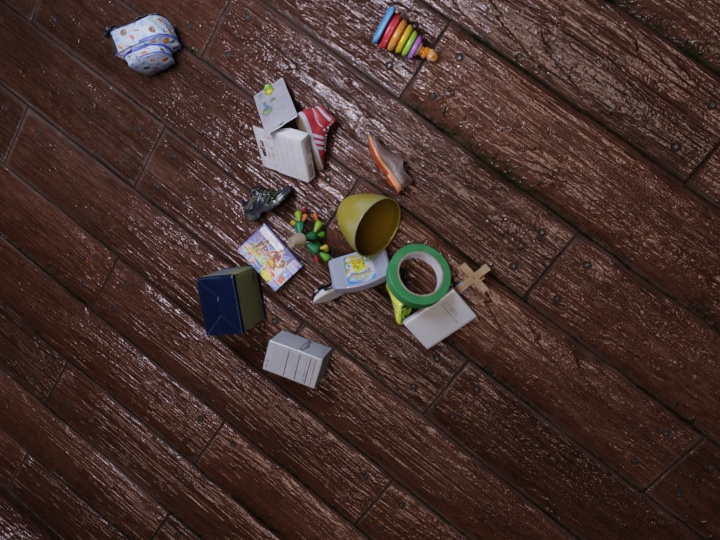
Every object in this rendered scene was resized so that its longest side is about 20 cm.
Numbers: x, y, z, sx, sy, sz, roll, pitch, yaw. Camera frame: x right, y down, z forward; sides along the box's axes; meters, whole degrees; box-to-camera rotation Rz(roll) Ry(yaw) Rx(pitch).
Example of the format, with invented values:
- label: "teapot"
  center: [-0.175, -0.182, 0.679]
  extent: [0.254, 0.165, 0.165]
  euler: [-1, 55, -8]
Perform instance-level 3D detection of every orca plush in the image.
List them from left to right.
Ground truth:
- label: "orca plush"
  center: [-0.079, 0.040, 1.713]
  extent: [0.200, 0.105, 0.071]
  euler: [-32, 61, 21]

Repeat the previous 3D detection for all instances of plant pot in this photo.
- label: "plant pot"
  center: [0.008, -0.162, 1.602]
  extent: [0.142, 0.200, 0.201]
  euler: [34, 109, 35]

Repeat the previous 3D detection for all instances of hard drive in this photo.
- label: "hard drive"
  center: [0.258, 0.157, 1.650]
  extent: [0.200, 0.027, 0.132]
  euler: [-37, 109, 18]

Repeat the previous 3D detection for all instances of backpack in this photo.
- label: "backpack"
  center: [-0.692, -0.742, 1.659]
  extent: [0.190, 0.200, 0.154]
  euler: [-27, 98, 11]

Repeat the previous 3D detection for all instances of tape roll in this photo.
- label: "tape roll"
  center: [0.181, 0.017, 1.589]
  extent: [0.200, 0.048, 0.201]
  euler: [4, 69, -10]

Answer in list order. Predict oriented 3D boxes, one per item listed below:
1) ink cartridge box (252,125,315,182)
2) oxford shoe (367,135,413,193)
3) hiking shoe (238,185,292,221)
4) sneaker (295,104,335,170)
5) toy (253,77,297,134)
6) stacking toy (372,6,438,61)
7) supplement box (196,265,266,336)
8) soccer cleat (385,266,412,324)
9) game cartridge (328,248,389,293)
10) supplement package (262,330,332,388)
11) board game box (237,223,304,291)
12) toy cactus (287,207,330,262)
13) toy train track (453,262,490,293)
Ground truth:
- label: "ink cartridge box"
  center: [-0.245, -0.386, 1.645]
  extent: [0.200, 0.050, 0.161]
  euler: [25, 144, 27]
- label: "oxford shoe"
  center: [0.091, -0.346, 1.600]
  extent: [0.073, 0.071, 0.200]
  euler: [-32, 96, -2]
- label: "hiking shoe"
  center: [-0.323, -0.247, 1.714]
  extent: [0.200, 0.076, 0.101]
  euler: [-28, 96, 19]
- label: "sneaker"
  center: [-0.126, -0.428, 1.630]
  extent: [0.112, 0.071, 0.200]
  euler: [-33, 128, -20]
- label: "toy"
  center: [-0.265, -0.515, 1.618]
  extent: [0.115, 0.047, 0.200]
  euler: [-29, 60, 10]
- label: "stacking toy"
  center: [0.144, -0.675, 1.506]
  extent: [0.200, 0.116, 0.110]
  euler: [29, 108, -7]
- label: "supplement box"
  center: [-0.438, 0.098, 1.747]
  extent: [0.134, 0.200, 0.201]
  euler: [-5, 100, 14]
- label: "soccer cleat"
  center: [0.122, 0.079, 1.682]
  extent: [0.084, 0.065, 0.201]
  euler: [7, 109, 43]
- label: "game cartridge"
  center: [0.000, 0.000, 1.646]
  extent: [0.199, 0.041, 0.134]
  euler: [-17, 60, 4]
- label: "supplement package"
  center: [-0.219, 0.308, 1.776]
  extent: [0.199, 0.117, 0.118]
  euler: [18, 105, 10]
- label: "board game box"
  center: [-0.310, -0.045, 1.759]
  extent: [0.135, 0.034, 0.200]
  euler: [-41, 89, 7]
- label: "toy cactus"
  center: [-0.182, -0.107, 1.667]
  extent: [0.102, 0.165, 0.201]
  euler: [-24, 89, 38]
- label: "toy train track"
  center: [0.331, 0.043, 1.628]
  extent: [0.200, 0.033, 0.115]
  euler: [-40, 96, 24]
